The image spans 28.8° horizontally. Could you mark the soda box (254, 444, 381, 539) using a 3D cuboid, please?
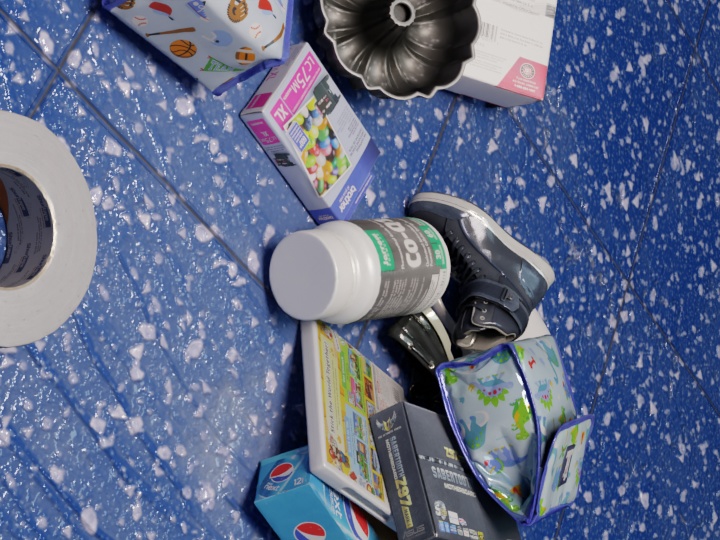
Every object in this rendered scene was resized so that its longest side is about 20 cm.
[{"bbox_3d":[-0.033,0.280,1.484,0.200,0.068,0.064,58,20,-30],"label":"soda box"}]

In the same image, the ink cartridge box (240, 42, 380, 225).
[{"bbox_3d":[-0.044,-0.139,1.560,0.200,0.042,0.119,56,47,-33],"label":"ink cartridge box"}]

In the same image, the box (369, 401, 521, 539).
[{"bbox_3d":[0.099,0.242,1.558,0.200,0.051,0.158,27,41,-51],"label":"box"}]

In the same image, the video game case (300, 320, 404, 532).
[{"bbox_3d":[-0.001,0.170,1.528,0.182,0.023,0.200,42,31,-40],"label":"video game case"}]

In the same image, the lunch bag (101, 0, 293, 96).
[{"bbox_3d":[-0.148,-0.309,1.387,0.170,0.124,0.200,40,42,-42],"label":"lunch bag"}]

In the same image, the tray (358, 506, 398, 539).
[{"bbox_3d":[0.036,0.309,1.610,0.099,0.037,0.200,-50,124,-42],"label":"tray"}]

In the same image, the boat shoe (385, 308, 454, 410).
[{"bbox_3d":[0.084,0.128,1.671,0.066,0.074,0.200,-36,127,-17],"label":"boat shoe"}]

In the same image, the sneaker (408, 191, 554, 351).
[{"bbox_3d":[0.122,0.005,1.675,0.202,0.077,0.146,34,59,-2],"label":"sneaker"}]

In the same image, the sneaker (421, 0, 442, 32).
[{"bbox_3d":[0.075,-0.350,1.709,0.085,0.077,0.200,-21,104,-58],"label":"sneaker"}]

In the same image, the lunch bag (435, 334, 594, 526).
[{"bbox_3d":[0.186,0.181,1.592,0.170,0.127,0.200,-1,73,-65],"label":"lunch bag"}]

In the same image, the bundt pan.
[{"bbox_3d":[0.034,-0.286,1.603,0.202,0.076,0.202,2,84,-22],"label":"bundt pan"}]

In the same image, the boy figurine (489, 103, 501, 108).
[{"bbox_3d":[0.198,-0.319,1.869,0.124,0.064,0.200,-11,97,-47],"label":"boy figurine"}]

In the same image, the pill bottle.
[{"bbox_3d":[0.000,0.000,1.538,0.200,0.113,0.113,-7,91,-52],"label":"pill bottle"}]

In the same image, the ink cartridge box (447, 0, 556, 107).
[{"bbox_3d":[0.165,-0.321,1.761,0.146,0.083,0.200,12,82,-29],"label":"ink cartridge box"}]

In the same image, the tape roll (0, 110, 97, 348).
[{"bbox_3d":[-0.317,-0.034,1.178,0.200,0.066,0.201,9,79,-52],"label":"tape roll"}]

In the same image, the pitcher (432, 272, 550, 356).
[{"bbox_3d":[0.163,0.089,1.749,0.171,0.121,0.200,0,74,-31],"label":"pitcher"}]
